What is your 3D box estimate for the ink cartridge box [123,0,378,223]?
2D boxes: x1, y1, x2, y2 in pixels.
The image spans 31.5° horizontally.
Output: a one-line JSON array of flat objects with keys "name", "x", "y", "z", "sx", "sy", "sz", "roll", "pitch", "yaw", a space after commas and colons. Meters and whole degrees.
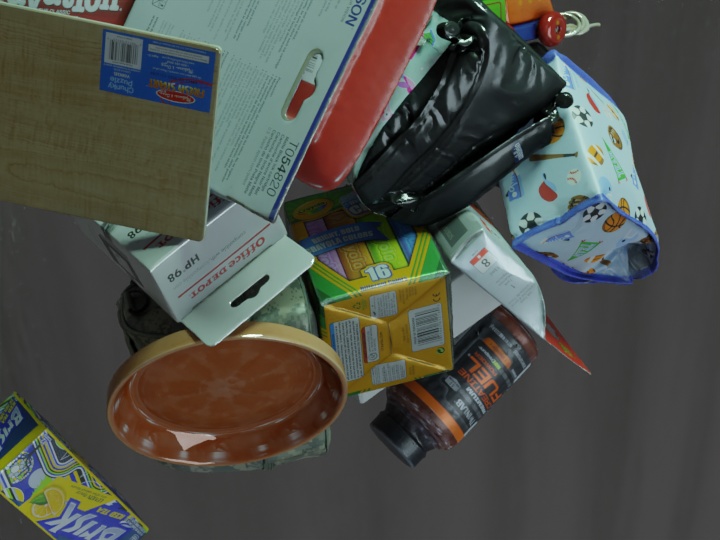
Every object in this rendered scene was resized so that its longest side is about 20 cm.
[{"name": "ink cartridge box", "x": -0.090, "y": -0.160, "z": 0.952, "sx": 0.201, "sy": 0.199, "sz": 0.041, "roll": -63, "pitch": 154, "yaw": 6}]

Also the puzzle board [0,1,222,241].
[{"name": "puzzle board", "x": -0.200, "y": -0.109, "z": 0.913, "sx": 0.017, "sy": 0.198, "sz": 0.152, "roll": -73, "pitch": 174, "yaw": -61}]

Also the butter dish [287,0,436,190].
[{"name": "butter dish", "x": -0.032, "y": -0.191, "z": 1.045, "sx": 0.201, "sy": 0.199, "sz": 0.148, "roll": -62, "pitch": 160, "yaw": 14}]

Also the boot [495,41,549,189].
[{"name": "boot", "x": 0.104, "y": -0.140, "z": 1.293, "sx": 0.173, "sy": 0.069, "sz": 0.201, "roll": -23, "pitch": 141, "yaw": -24}]

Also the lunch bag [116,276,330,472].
[{"name": "lunch bag", "x": -0.126, "y": 0.085, "z": 1.169, "sx": 0.166, "sy": 0.140, "sz": 0.201, "roll": -13, "pitch": 130, "yaw": -11}]

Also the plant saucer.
[{"name": "plant saucer", "x": -0.110, "y": 0.100, "z": 1.057, "sx": 0.198, "sy": 0.033, "sz": 0.201, "roll": -7, "pitch": 143, "yaw": -6}]

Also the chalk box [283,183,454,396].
[{"name": "chalk box", "x": 0.000, "y": 0.000, "z": 1.204, "sx": 0.123, "sy": 0.201, "sz": 0.126, "roll": -13, "pitch": 130, "yaw": -9}]

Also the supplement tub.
[{"name": "supplement tub", "x": 0.103, "y": 0.130, "z": 1.456, "sx": 0.200, "sy": 0.107, "sz": 0.107, "roll": -46, "pitch": 141, "yaw": -10}]

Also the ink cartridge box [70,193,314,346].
[{"name": "ink cartridge box", "x": -0.141, "y": -0.041, "z": 1.010, "sx": 0.116, "sy": 0.200, "sz": 0.067, "roll": -40, "pitch": 139, "yaw": -17}]

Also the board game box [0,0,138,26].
[{"name": "board game box", "x": -0.251, "y": -0.183, "z": 0.940, "sx": 0.199, "sy": 0.019, "sz": 0.104, "roll": -6, "pitch": 120, "yaw": -43}]

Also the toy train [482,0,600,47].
[{"name": "toy train", "x": 0.165, "y": -0.281, "z": 1.248, "sx": 0.199, "sy": 0.084, "sz": 0.117, "roll": -19, "pitch": 117, "yaw": -35}]

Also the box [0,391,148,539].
[{"name": "box", "x": -0.274, "y": 0.199, "z": 1.160, "sx": 0.070, "sy": 0.064, "sz": 0.201, "roll": -43, "pitch": 141, "yaw": -12}]

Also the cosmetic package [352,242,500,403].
[{"name": "cosmetic package", "x": 0.041, "y": 0.032, "z": 1.322, "sx": 0.199, "sy": 0.107, "sz": 0.085, "roll": -31, "pitch": 136, "yaw": -23}]

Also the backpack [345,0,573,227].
[{"name": "backpack", "x": 0.065, "y": -0.139, "z": 1.130, "sx": 0.166, "sy": 0.127, "sz": 0.200, "roll": 33, "pitch": 107, "yaw": -35}]

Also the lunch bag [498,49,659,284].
[{"name": "lunch bag", "x": 0.211, "y": -0.086, "z": 1.231, "sx": 0.123, "sy": 0.172, "sz": 0.199, "roll": -26, "pitch": 153, "yaw": 31}]

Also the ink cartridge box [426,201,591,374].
[{"name": "ink cartridge box", "x": 0.141, "y": -0.003, "z": 1.210, "sx": 0.199, "sy": 0.162, "sz": 0.050, "roll": 35, "pitch": 103, "yaw": -27}]
